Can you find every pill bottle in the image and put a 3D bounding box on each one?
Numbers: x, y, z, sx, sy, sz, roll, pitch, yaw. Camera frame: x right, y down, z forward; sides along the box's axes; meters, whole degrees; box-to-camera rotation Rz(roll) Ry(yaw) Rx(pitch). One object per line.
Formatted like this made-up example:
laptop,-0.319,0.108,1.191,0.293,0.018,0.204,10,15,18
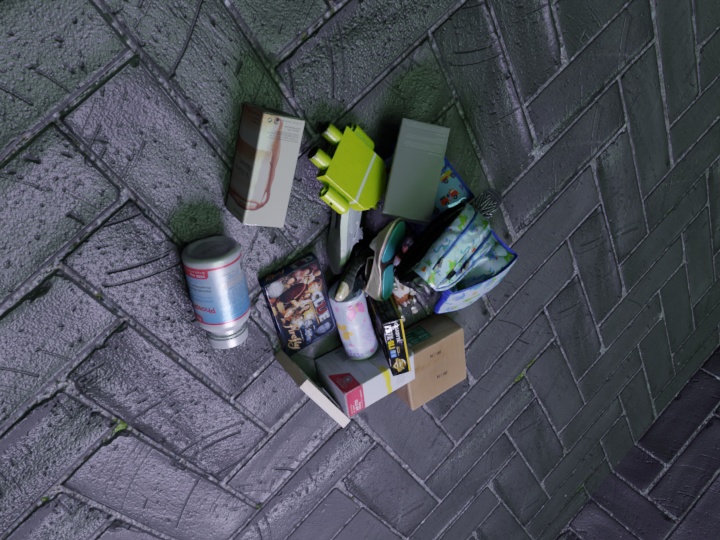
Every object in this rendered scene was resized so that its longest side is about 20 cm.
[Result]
pill bottle,-0.270,0.045,1.118,0.108,0.109,0.202,-20,123,-27

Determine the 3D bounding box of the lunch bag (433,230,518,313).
lunch bag,0.268,0.016,1.453,0.200,0.127,0.170,-41,166,-17

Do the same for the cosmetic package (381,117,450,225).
cosmetic package,0.112,-0.201,1.209,0.106,0.090,0.202,14,92,0

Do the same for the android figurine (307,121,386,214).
android figurine,-0.018,-0.202,1.175,0.199,0.041,0.184,36,64,-37

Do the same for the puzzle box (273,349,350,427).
puzzle box,-0.110,0.272,1.339,0.025,0.133,0.200,-44,132,-8

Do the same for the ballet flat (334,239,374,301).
ballet flat,0.000,0.000,1.272,0.200,0.057,0.067,-53,177,-43

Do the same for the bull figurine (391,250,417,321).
bull figurine,0.097,0.039,1.365,0.064,0.122,0.201,-18,138,4

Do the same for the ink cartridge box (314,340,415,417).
ink cartridge box,0.013,0.238,1.404,0.199,0.145,0.084,-25,127,-24

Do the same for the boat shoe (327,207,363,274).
boat shoe,-0.024,-0.089,1.255,0.071,0.070,0.203,-4,112,-28

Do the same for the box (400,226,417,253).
box,0.173,-0.084,1.421,0.200,0.044,0.160,-50,132,-4

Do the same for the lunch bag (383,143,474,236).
lunch bag,0.129,-0.199,1.289,0.150,0.094,0.201,-37,102,-2

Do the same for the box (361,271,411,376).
box,0.057,0.116,1.336,0.049,0.201,0.161,-15,125,-6

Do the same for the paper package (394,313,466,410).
paper package,0.176,0.237,1.554,0.199,0.103,0.192,-25,124,-23

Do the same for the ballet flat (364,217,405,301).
ballet flat,0.043,-0.028,1.225,0.069,0.069,0.202,-10,126,-32

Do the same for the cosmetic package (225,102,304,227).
cosmetic package,-0.177,-0.191,1.068,0.086,0.103,0.202,1,111,-35

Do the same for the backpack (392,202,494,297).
backpack,0.171,-0.042,1.171,0.153,0.163,0.202,27,93,0

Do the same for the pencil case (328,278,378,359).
pencil case,-0.014,0.111,1.342,0.091,0.082,0.202,-46,138,-37

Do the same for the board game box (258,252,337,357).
board game box,-0.133,0.077,1.285,0.135,0.035,0.202,-29,127,-21

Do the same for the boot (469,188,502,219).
boot,0.241,-0.104,1.334,0.164,0.200,0.066,-36,86,-1
